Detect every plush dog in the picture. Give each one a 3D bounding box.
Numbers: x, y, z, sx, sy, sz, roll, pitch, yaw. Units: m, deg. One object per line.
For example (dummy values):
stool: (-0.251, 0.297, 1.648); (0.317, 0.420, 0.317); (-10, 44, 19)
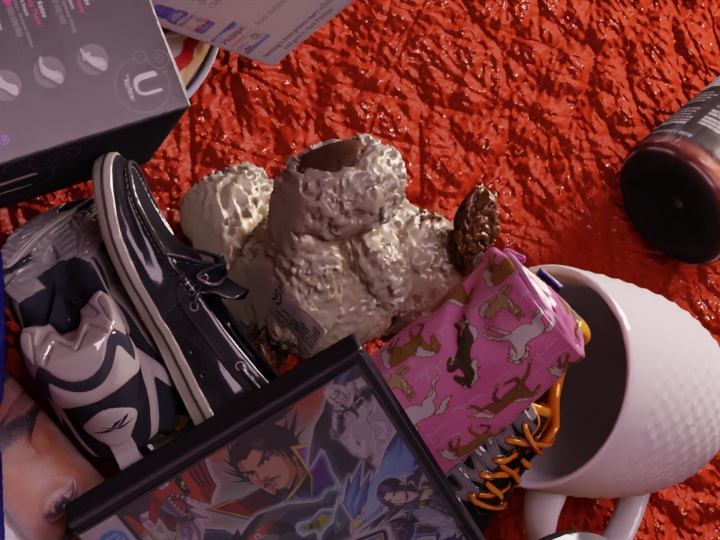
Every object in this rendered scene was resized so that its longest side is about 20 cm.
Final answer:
plush dog: (0.000, 0.000, 1.360); (0.171, 0.200, 0.162); (-6, 87, -35)

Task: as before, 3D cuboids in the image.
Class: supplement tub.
supplement tub: (0.291, -0.096, 1.597); (0.200, 0.107, 0.107); (-38, 96, -32)

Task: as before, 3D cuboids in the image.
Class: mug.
mug: (0.166, 0.107, 1.450); (0.175, 0.147, 0.201); (14, 90, -48)

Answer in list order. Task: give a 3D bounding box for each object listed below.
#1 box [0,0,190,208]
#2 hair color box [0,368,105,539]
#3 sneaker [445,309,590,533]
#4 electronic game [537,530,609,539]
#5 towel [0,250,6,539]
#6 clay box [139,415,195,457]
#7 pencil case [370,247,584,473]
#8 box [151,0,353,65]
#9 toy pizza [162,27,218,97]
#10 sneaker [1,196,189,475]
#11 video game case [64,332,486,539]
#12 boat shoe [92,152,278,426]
box: (-0.220, -0.100, 1.277); (0.199, 0.122, 0.107); (-19, 84, -21)
hair color box: (-0.249, 0.104, 1.256); (0.200, 0.064, 0.111); (49, 58, -10)
sneaker: (0.085, 0.104, 1.355); (0.078, 0.077, 0.201); (14, 93, -54)
electronic game: (0.123, 0.261, 1.315); (0.199, 0.041, 0.201); (-6, 98, -47)
towel: (-0.271, 0.070, 1.194); (0.147, 0.049, 0.201); (9, 71, -33)
clay box: (-0.053, 0.136, 1.368); (0.199, 0.048, 0.115); (32, 65, -18)
pencil case: (0.042, 0.073, 1.301); (0.083, 0.200, 0.087); (43, 15, -30)
box: (-0.109, -0.260, 1.384); (0.199, 0.105, 0.185); (18, 55, -33)
toy pizza: (-0.176, -0.191, 1.400); (0.199, 0.032, 0.202); (8, 72, -28)
sneaker: (-0.159, 0.049, 1.297); (0.079, 0.199, 0.130); (-24, 122, -6)
video game case: (-0.044, 0.158, 1.263); (0.199, 0.026, 0.181); (-31, 117, 3)
boat shoe: (-0.099, 0.016, 1.272); (0.062, 0.075, 0.201); (-28, 88, 9)
